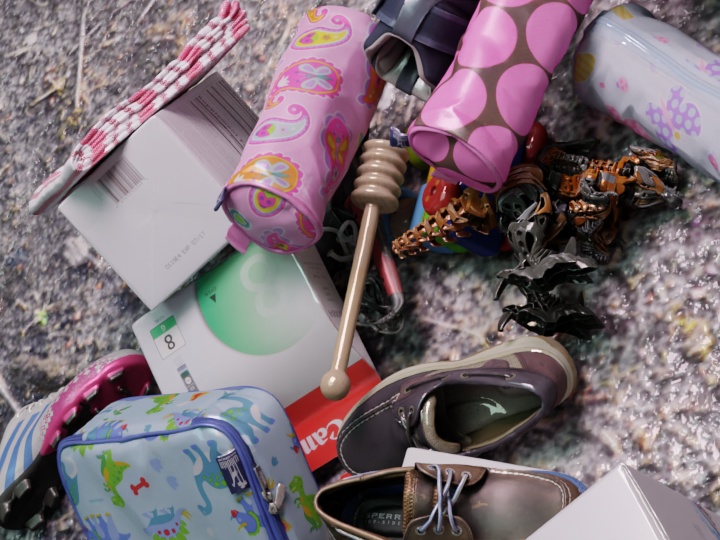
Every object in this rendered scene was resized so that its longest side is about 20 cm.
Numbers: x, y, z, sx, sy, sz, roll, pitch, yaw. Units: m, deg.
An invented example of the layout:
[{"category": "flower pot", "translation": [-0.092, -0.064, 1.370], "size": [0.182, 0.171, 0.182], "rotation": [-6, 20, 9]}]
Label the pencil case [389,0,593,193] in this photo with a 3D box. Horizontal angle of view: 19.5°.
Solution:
[{"category": "pencil case", "translation": [0.105, -0.155, 1.482], "size": [0.090, 0.094, 0.201], "rotation": [27, 75, 9]}]

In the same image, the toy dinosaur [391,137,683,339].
[{"category": "toy dinosaur", "translation": [0.130, -0.029, 1.489], "size": [0.199, 0.102, 0.136], "rotation": [-22, 55, 24]}]

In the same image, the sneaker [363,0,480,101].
[{"category": "sneaker", "translation": [0.070, -0.201, 1.582], "size": [0.077, 0.202, 0.147], "rotation": [25, 99, 17]}]

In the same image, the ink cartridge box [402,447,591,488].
[{"category": "ink cartridge box", "translation": [0.080, 0.231, 1.416], "size": [0.144, 0.084, 0.201], "rotation": [5, 71, 42]}]

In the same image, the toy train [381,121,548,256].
[{"category": "toy train", "translation": [0.078, -0.108, 1.597], "size": [0.115, 0.084, 0.201], "rotation": [-8, 62, 53]}]

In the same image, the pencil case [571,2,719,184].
[{"category": "pencil case", "translation": [0.234, -0.115, 1.450], "size": [0.083, 0.091, 0.200], "rotation": [-55, 44, 4]}]

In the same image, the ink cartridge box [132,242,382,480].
[{"category": "ink cartridge box", "translation": [-0.069, 0.088, 1.591], "size": [0.161, 0.050, 0.201], "rotation": [-34, 72, 25]}]

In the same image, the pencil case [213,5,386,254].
[{"category": "pencil case", "translation": [-0.040, -0.104, 1.559], "size": [0.087, 0.087, 0.201], "rotation": [-9, 46, 38]}]

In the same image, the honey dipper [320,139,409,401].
[{"category": "honey dipper", "translation": [0.000, 0.000, 1.536], "size": [0.038, 0.038, 0.201], "rotation": [-7, 62, 38]}]

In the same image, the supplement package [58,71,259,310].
[{"category": "supplement package", "translation": [-0.139, -0.068, 1.663], "size": [0.114, 0.110, 0.200], "rotation": [-41, 5, 17]}]

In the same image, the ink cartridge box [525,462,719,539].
[{"category": "ink cartridge box", "translation": [0.183, 0.237, 1.242], "size": [0.147, 0.200, 0.146], "rotation": [-41, 48, 17]}]

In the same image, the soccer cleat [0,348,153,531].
[{"category": "soccer cleat", "translation": [-0.258, 0.128, 1.769], "size": [0.200, 0.070, 0.086], "rotation": [-49, 47, 12]}]

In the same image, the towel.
[{"category": "towel", "translation": [-0.177, -0.125, 1.637], "size": [0.200, 0.030, 0.146], "rotation": [-44, 5, -25]}]

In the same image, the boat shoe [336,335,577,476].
[{"category": "boat shoe", "translation": [0.060, 0.104, 1.496], "size": [0.199, 0.065, 0.072], "rotation": [-21, 100, 28]}]

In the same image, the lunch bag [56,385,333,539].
[{"category": "lunch bag", "translation": [-0.124, 0.175, 1.578], "size": [0.199, 0.162, 0.082], "rotation": [-8, 20, 37]}]

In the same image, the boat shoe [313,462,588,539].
[{"category": "boat shoe", "translation": [0.055, 0.161, 1.362], "size": [0.199, 0.072, 0.073], "rotation": [-12, 61, 35]}]

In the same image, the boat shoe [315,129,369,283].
[{"category": "boat shoe", "translation": [-0.028, -0.032, 1.651], "size": [0.068, 0.074, 0.201], "rotation": [6, 78, 22]}]

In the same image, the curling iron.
[{"category": "curling iron", "translation": [-0.005, -0.042, 1.592], "size": [0.049, 0.026, 0.201], "rotation": [-26, 66, 26]}]
